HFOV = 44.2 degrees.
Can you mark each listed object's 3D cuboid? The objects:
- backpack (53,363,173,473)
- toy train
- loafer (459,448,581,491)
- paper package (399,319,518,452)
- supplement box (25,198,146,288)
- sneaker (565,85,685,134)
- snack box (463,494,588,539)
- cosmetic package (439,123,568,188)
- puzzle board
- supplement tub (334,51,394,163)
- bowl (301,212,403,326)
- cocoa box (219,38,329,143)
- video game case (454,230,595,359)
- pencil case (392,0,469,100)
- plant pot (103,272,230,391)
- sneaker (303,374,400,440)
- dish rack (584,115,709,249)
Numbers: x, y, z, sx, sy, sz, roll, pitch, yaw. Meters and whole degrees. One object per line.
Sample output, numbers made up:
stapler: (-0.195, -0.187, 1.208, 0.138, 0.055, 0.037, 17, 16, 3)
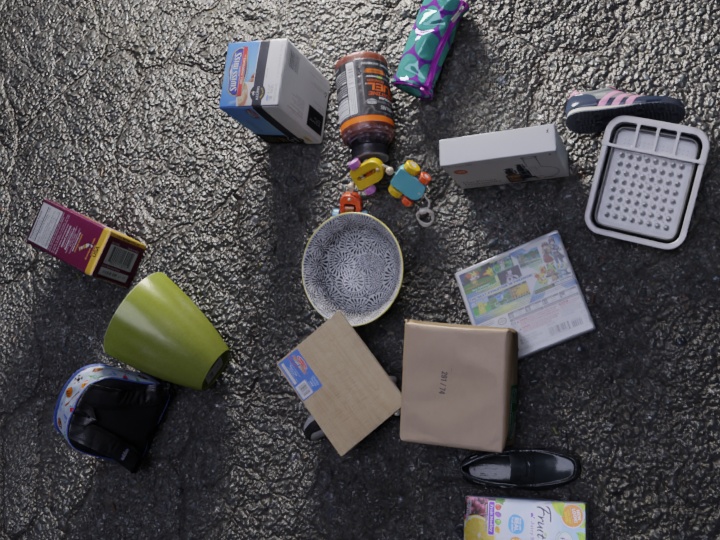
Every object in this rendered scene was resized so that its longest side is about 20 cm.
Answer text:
backpack: (-0.487, 0.267, 1.704, 0.153, 0.189, 0.203, 18, 85, 40)
toy train: (0.043, -0.142, 1.649, 0.196, 0.056, 0.153, 1, 119, 15)
loafer: (0.259, 0.327, 1.451, 0.197, 0.070, 0.069, -6, 77, 21)
paper package: (0.167, 0.190, 1.486, 0.187, 0.103, 0.204, 3, 88, 23)
supplement box: (-0.570, -0.056, 1.842, 0.198, 0.131, 0.105, 24, 88, 25)
sneaker: (0.451, -0.287, 1.516, 0.196, 0.071, 0.083, 1, 54, 13)
snack box: (0.266, 0.442, 1.432, 0.196, 0.053, 0.145, -1, 79, 22)
cosmetic package: (0.250, -0.194, 1.528, 0.197, 0.151, 0.053, -5, 76, 21)
puzzle board: (-0.034, 0.196, 1.550, 0.150, 0.017, 0.201, -39, 77, 6)
supplement tub: (0.010, -0.301, 1.675, 0.105, 0.107, 0.204, -11, 75, 19)
bowl: (0.000, 0.000, 1.610, 0.197, 0.094, 0.205, -1, 87, 23)
cocoa box: (-0.162, -0.338, 1.700, 0.129, 0.200, 0.136, 3, 79, 23)
video game case: (0.281, 0.052, 1.531, 0.197, 0.022, 0.185, -23, 71, 17)
pencil case: (0.133, -0.424, 1.663, 0.092, 0.084, 0.203, 19, 86, 51)
plant pot: (-0.355, 0.138, 1.701, 0.198, 0.187, 0.189, 33, 91, 10)
sneaker: (-0.013, 0.262, 1.576, 0.198, 0.074, 0.081, -29, 71, 14)
dish rack: (0.475, -0.145, 1.474, 0.169, 0.043, 0.204, 15, 92, 24)
